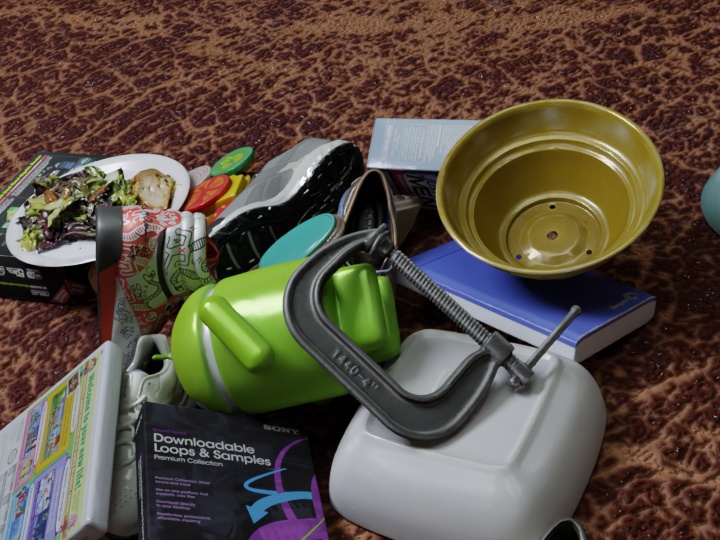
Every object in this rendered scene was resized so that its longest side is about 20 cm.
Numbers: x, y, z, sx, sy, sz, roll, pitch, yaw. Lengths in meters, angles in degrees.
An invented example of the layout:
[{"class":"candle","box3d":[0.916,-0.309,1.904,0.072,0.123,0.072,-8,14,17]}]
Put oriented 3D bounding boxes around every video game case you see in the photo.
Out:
[{"class":"video game case","box3d":[-0.260,0.174,0.889,0.181,0.022,0.201,-38,32,19]}]

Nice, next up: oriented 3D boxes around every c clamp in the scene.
[{"class":"c clamp","box3d":[0.046,0.038,0.865,0.199,0.027,0.171,37,70,5]}]

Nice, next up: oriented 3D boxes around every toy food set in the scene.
[{"class":"toy food set","box3d":[-0.184,-0.049,1.166,0.198,0.049,0.199,-23,27,19]}]

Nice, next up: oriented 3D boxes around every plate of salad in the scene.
[{"class":"plate of salad","box3d":[-0.274,-0.073,1.154,0.197,0.049,0.201,-10,37,8]}]

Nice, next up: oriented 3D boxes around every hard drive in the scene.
[{"class":"hard drive","box3d":[0.150,0.018,1.022,0.199,0.026,0.131,24,32,38]}]

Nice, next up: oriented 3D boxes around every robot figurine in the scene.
[{"class":"robot figurine","box3d":[-0.069,0.055,0.929,0.197,0.175,0.117,-14,74,14]}]

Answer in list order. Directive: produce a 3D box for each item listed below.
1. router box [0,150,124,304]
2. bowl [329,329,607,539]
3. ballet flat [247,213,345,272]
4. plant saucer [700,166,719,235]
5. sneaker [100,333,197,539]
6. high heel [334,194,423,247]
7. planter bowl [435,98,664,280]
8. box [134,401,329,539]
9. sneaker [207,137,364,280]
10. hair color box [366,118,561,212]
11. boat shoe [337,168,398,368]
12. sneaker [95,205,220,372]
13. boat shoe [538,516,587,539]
[{"class":"router box","box3d":[-0.338,-0.052,1.243,0.148,0.063,0.201,6,40,21]},{"class":"bowl","box3d":[0.085,0.124,0.891,0.198,0.075,0.200,11,43,25]},{"class":"ballet flat","box3d":[-0.079,0.022,1.026,0.199,0.067,0.069,-33,33,19]},{"class":"plant saucer","box3d":[0.436,-0.081,1.094,0.197,0.036,0.201,-7,38,6]},{"class":"sneaker","box3d":[-0.194,0.137,0.938,0.073,0.088,0.201,-4,38,9]},{"class":"high heel","box3d":[-0.043,-0.043,1.148,0.199,0.072,0.142,-34,39,-25]},{"class":"planter bowl","box3d":[0.171,-0.053,1.008,0.197,0.084,0.202,-7,51,9]},{"class":"box","box3d":[-0.096,0.184,0.839,0.141,0.036,0.201,12,30,-21]},{"class":"sneaker","box3d":[-0.086,-0.059,1.082,0.200,0.075,0.079,-40,40,-24]},{"class":"hair color box","box3d":[0.116,-0.104,1.145,0.197,0.099,0.061,4,69,20]},{"class":"boat shoe","box3d":[0.000,0.000,1.020,0.071,0.073,0.203,1,64,-6]},{"class":"sneaker","box3d":[-0.180,0.029,1.003,0.106,0.203,0.068,0,41,-11]},{"class":"boat shoe","box3d":[0.108,0.248,0.728,0.072,0.065,0.201,6,41,19]}]
